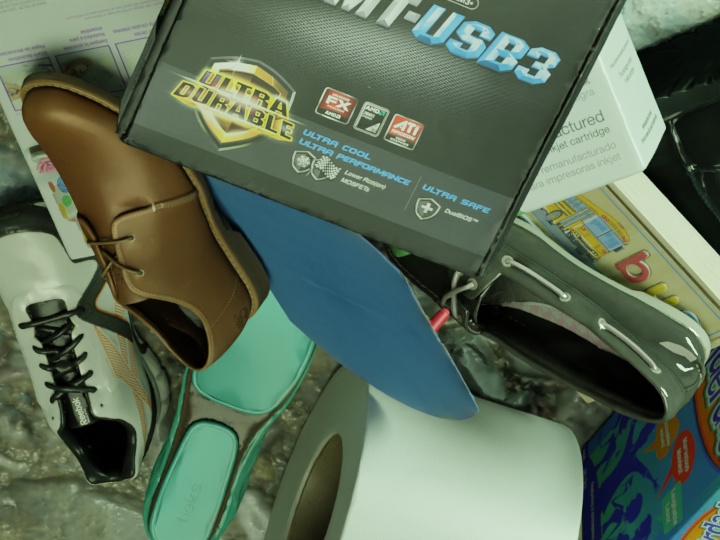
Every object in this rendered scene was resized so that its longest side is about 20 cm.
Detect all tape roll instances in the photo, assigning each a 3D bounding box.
[{"bbox_3d":[0.031,0.168,1.591,0.139,0.203,0.203,18,130,-13],"label":"tape roll"}]

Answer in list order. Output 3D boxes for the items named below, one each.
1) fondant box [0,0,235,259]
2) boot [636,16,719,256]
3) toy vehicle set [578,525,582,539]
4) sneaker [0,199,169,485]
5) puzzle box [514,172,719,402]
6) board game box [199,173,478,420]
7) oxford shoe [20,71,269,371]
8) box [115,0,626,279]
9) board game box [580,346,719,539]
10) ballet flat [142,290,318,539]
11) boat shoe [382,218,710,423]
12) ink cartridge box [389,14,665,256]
[{"bbox_3d":[-0.120,-0.107,1.454,0.144,0.058,0.200,-10,129,11],"label":"fondant box"},{"bbox_3d":[0.228,-0.062,1.463,0.198,0.073,0.162,-18,126,28],"label":"boot"},{"bbox_3d":[0.153,0.215,1.739,0.200,0.027,0.124,-24,126,22],"label":"toy vehicle set"},{"bbox_3d":[-0.166,0.044,1.576,0.074,0.080,0.200,-14,127,17],"label":"sneaker"},{"bbox_3d":[0.113,-0.020,1.486,0.200,0.025,0.133,46,136,-15],"label":"puzzle box"},{"bbox_3d":[0.000,0.000,1.446,0.158,0.039,0.200,25,156,42],"label":"board game box"},{"bbox_3d":[-0.121,-0.025,1.434,0.071,0.071,0.200,-7,133,41],"label":"oxford shoe"},{"bbox_3d":[0.010,-0.119,1.277,0.200,0.050,0.199,22,113,-12],"label":"box"},{"bbox_3d":[0.199,0.106,1.559,0.045,0.152,0.200,25,127,-17],"label":"board game box"},{"bbox_3d":[-0.079,0.076,1.596,0.067,0.070,0.200,23,109,-8],"label":"ballet flat"},{"bbox_3d":[0.096,0.022,1.472,0.200,0.057,0.067,25,138,8],"label":"boat shoe"},{"bbox_3d":[0.050,-0.128,1.360,0.147,0.083,0.200,-20,102,19],"label":"ink cartridge box"}]
